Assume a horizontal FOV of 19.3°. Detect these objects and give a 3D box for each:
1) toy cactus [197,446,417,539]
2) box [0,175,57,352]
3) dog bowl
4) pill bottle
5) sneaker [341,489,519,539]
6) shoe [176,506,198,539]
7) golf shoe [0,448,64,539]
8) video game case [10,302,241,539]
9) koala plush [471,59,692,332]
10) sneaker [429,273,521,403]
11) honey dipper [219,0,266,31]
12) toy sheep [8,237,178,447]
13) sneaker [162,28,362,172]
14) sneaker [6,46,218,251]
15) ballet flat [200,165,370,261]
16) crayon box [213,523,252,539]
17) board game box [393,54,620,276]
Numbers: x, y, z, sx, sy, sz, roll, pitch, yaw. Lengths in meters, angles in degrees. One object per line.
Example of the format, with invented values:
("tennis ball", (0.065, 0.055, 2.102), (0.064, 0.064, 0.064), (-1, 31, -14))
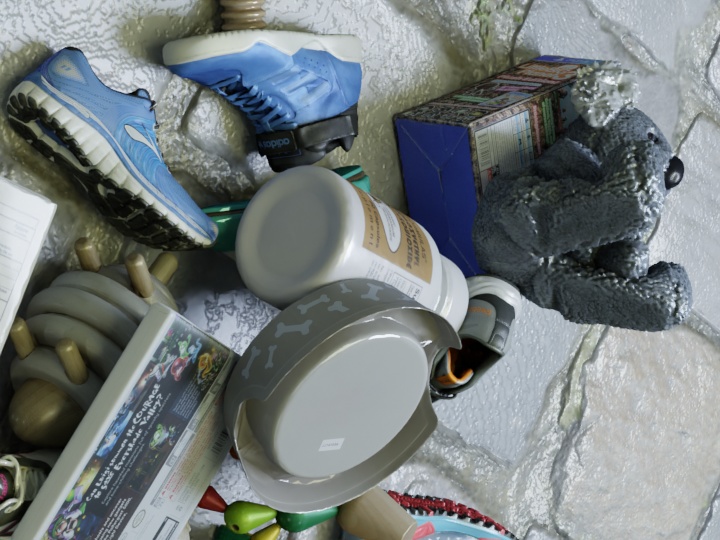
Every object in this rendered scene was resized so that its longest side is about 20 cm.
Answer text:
("toy cactus", (-0.033, 0.183, 1.741), (0.200, 0.165, 0.103), (-25, 143, -60))
("box", (-0.323, 0.016, 1.490), (0.128, 0.109, 0.201), (27, 79, -42))
("dog bowl", (-0.018, 0.093, 1.636), (0.200, 0.059, 0.201), (-23, 138, -23))
("pill bottle", (0.000, 0.000, 1.705), (0.200, 0.114, 0.115), (29, 79, -51))
("sneaker", (0.057, 0.256, 1.925), (0.199, 0.079, 0.096), (15, 97, -35))
("shoe", (-0.145, 0.154, 1.703), (0.053, 0.070, 0.201), (-3, 99, -19))
("golf shoe", (-0.254, 0.167, 1.533), (0.199, 0.088, 0.078), (-6, 77, -38))
("video game case", (-0.159, 0.137, 1.580), (0.200, 0.023, 0.182), (-59, 152, -5))
("koala plush", (0.203, -0.073, 1.815), (0.200, 0.183, 0.178), (-63, 145, -41))
("sneaker", (0.058, 0.081, 1.815), (0.074, 0.200, 0.080), (31, 41, -22))
("honey dipper", (-0.101, -0.292, 1.689), (0.038, 0.038, 0.201), (-13, 103, -40))
("toy sheep", (-0.196, 0.055, 1.604), (0.200, 0.138, 0.138), (-50, 127, -30))
("sneaker", (-0.074, -0.135, 1.711), (0.200, 0.077, 0.112), (-4, 92, -49))
("sneaker", (-0.173, -0.092, 1.620), (0.200, 0.078, 0.089), (48, 60, -26))
("ballet flat", (-0.064, -0.034, 1.745), (0.200, 0.067, 0.071), (-18, 100, -41))
("crayon box", (-0.024, 0.272, 1.755), (0.119, 0.200, 0.058), (28, 79, -42))
("board game box", (0.143, -0.089, 1.907), (0.200, 0.097, 0.160), (-24, 114, -37))
